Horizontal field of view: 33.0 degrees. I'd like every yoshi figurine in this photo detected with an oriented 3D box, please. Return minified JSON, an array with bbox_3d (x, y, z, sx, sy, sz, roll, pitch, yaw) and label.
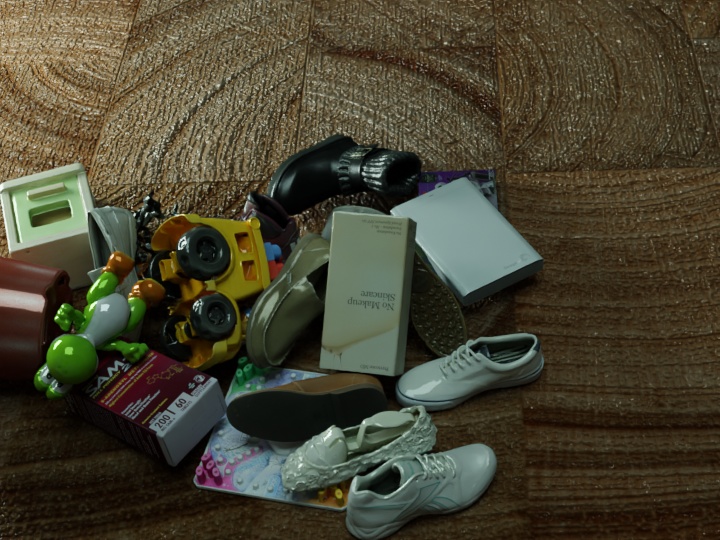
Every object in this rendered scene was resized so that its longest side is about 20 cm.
[{"bbox_3d":[-0.332,0.076,1.537,0.112,0.112,0.201,23,64,24],"label":"yoshi figurine"}]

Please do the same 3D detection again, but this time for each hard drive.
[{"bbox_3d":[0.148,-0.045,1.720,0.131,0.026,0.200,-24,49,-17],"label":"hard drive"}]

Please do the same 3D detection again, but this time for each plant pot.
[{"bbox_3d":[-0.495,0.062,1.613,0.193,0.202,0.202,7,46,2],"label":"plant pot"}]

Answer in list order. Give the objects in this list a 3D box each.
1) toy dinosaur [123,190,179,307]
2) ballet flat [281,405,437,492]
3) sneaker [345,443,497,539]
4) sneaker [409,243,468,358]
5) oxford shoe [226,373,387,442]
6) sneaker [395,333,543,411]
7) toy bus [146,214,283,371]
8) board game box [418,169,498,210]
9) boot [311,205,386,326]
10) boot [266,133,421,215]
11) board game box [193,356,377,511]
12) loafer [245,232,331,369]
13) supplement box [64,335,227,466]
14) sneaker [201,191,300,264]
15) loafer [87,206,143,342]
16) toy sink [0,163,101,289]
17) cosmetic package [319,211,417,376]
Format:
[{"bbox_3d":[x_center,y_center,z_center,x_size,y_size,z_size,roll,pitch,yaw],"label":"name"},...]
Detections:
[{"bbox_3d":[-0.312,-0.036,1.741,0.136,0.102,0.200,-50,63,15],"label":"toy dinosaur"},{"bbox_3d":[-0.005,0.205,1.462,0.198,0.072,0.072,-17,46,-9],"label":"ballet flat"},{"bbox_3d":[0.075,0.250,1.436,0.199,0.081,0.071,-21,45,-17],"label":"sneaker"},{"bbox_3d":[0.084,0.022,1.638,0.067,0.090,0.201,-33,90,9],"label":"sneaker"},{"bbox_3d":[-0.068,0.165,1.518,0.198,0.072,0.071,-5,23,-3],"label":"oxford shoe"},{"bbox_3d":[0.138,0.121,1.561,0.198,0.071,0.073,-16,46,-8],"label":"sneaker"},{"bbox_3d":[-0.174,0.028,1.643,0.191,0.135,0.202,-4,75,-36],"label":"toy bus"},{"bbox_3d":[0.144,-0.072,1.783,0.119,0.032,0.201,-5,45,7],"label":"board game box"},{"bbox_3d":[0.001,-0.001,1.708,0.180,0.073,0.200,17,43,19],"label":"boot"},{"bbox_3d":[-0.024,-0.132,1.801,0.157,0.080,0.211,22,46,34],"label":"boot"},{"bbox_3d":[-0.090,0.200,1.539,0.198,0.026,0.201,7,47,12],"label":"board game box"},{"bbox_3d":[-0.083,0.040,1.595,0.067,0.076,0.201,12,68,37],"label":"loafer"},{"bbox_3d":[-0.279,0.161,1.556,0.199,0.061,0.109,19,50,34],"label":"supplement box"},{"bbox_3d":[-0.173,-0.073,1.753,0.198,0.116,0.076,11,47,15],"label":"sneaker"},{"bbox_3d":[-0.342,0.011,1.667,0.069,0.070,0.202,3,72,-43],"label":"loafer"},{"bbox_3d":[-0.451,-0.075,1.786,0.129,0.113,0.201,-15,46,-9],"label":"toy sink"},{"bbox_3d":[0.011,0.030,1.559,0.103,0.073,0.202,4,87,12],"label":"cosmetic package"}]
